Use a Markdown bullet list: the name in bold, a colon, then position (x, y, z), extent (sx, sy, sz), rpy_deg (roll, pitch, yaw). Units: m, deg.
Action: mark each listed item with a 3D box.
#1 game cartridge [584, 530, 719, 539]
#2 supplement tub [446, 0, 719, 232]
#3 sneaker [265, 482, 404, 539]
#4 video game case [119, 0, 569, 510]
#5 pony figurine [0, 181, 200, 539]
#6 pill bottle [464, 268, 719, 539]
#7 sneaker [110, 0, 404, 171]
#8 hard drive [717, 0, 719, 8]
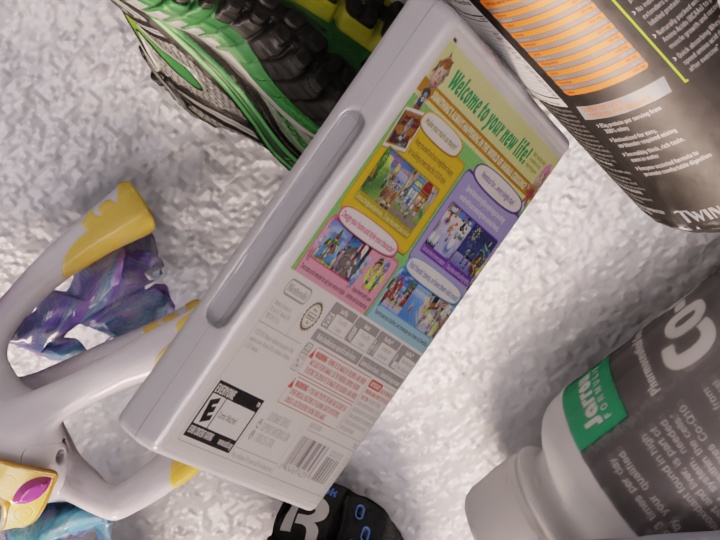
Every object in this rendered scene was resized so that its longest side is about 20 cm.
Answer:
- **game cartridge**: position (0.134, 0.178, 1.238), extent (0.132, 0.041, 0.201), rpy_deg (0, 136, -6)
- **supplement tub**: position (0.099, -0.117, 1.102), extent (0.122, 0.123, 0.200), rpy_deg (-36, 123, 14)
- **sneaker**: position (-0.044, 0.133, 1.248), extent (0.073, 0.112, 0.200), rpy_deg (0, 160, 34)
- **video game case**: position (0.000, 0.000, 1.102), extent (0.182, 0.022, 0.200), rpy_deg (-55, 161, 0)
- **pony figurine**: position (-0.151, 0.050, 1.151), extent (0.199, 0.193, 0.167), rpy_deg (-32, 129, -11)
- **pill bottle**: position (0.148, 0.072, 1.244), extent (0.200, 0.113, 0.113), rpy_deg (-39, 122, 15)
- **sneaker**: position (-0.067, -0.099, 1.114), extent (0.200, 0.078, 0.085), rpy_deg (40, 141, -17)
- **hard drive**: position (0.163, -0.150, 1.063), extent (0.132, 0.027, 0.201), rpy_deg (-31, 108, -39)
